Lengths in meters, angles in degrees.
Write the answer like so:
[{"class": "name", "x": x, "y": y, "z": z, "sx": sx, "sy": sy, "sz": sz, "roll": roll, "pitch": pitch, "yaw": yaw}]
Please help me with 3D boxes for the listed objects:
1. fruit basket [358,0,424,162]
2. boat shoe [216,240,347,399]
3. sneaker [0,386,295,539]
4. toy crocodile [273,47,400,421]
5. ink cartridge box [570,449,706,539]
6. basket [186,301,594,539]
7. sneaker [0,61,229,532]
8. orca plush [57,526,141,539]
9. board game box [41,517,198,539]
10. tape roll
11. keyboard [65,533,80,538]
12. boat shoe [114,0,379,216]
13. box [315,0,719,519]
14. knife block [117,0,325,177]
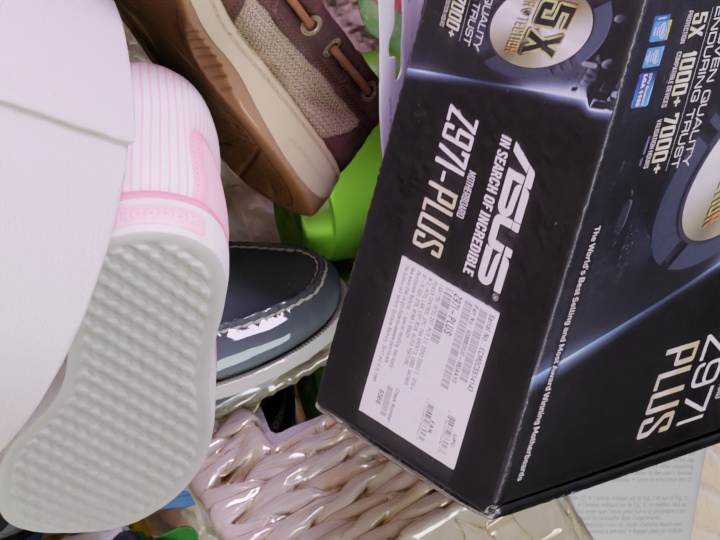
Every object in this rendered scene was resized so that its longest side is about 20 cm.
[{"class": "fruit basket", "x": 0.037, "y": -0.130, "z": 1.054, "sx": 0.200, "sy": 0.094, "sz": 0.186, "roll": -52, "pitch": 147, "yaw": -43}, {"class": "boat shoe", "x": -0.104, "y": 0.010, "z": 1.133, "sx": 0.199, "sy": 0.073, "sz": 0.062, "roll": -5, "pitch": 127, "yaw": 3}, {"class": "sneaker", "x": -0.119, "y": 0.061, "z": 1.190, "sx": 0.199, "sy": 0.071, "sz": 0.083, "roll": -13, "pitch": 122, "yaw": -23}, {"class": "toy crocodile", "x": 0.000, "y": 0.000, "z": 1.210, "sx": 0.067, "sy": 0.062, "sz": 0.200, "roll": -14, "pitch": 123, "yaw": -16}, {"class": "ink cartridge box", "x": 0.074, "y": 0.097, "z": 1.331, "sx": 0.162, "sy": 0.057, "sz": 0.201, "roll": 2, "pitch": 102, "yaw": -26}, {"class": "basket", "x": 0.027, "y": 0.118, "z": 1.184, "sx": 0.135, "sy": 0.123, "sz": 0.200, "roll": -30, "pitch": 135, "yaw": -1}, {"class": "sneaker", "x": -0.089, "y": 0.007, "z": 1.070, "sx": 0.075, "sy": 0.105, "sz": 0.200, "roll": 3, "pitch": 142, "yaw": -15}, {"class": "orca plush", "x": -0.173, "y": 0.165, "z": 1.171, "sx": 0.200, "sy": 0.071, "sz": 0.105, "roll": -16, "pitch": 167, "yaw": -14}, {"class": "board game box", "x": -0.160, "y": 0.166, "z": 1.268, "sx": 0.200, "sy": 0.030, "sz": 0.096, "roll": -15, "pitch": 129, "yaw": -11}, {"class": "tape roll", "x": -0.188, "y": -0.035, "z": 0.999, "sx": 0.139, "sy": 0.203, "sz": 0.203, "roll": 19, "pitch": 114, "yaw": -33}, {"class": "keyboard", "x": -0.141, "y": 0.192, "z": 1.273, "sx": 0.056, "sy": 0.011, "sz": 0.200, "roll": 15, "pitch": 116, "yaw": -33}, {"class": "boat shoe", "x": -0.044, "y": -0.107, "z": 1.025, "sx": 0.072, "sy": 0.072, "sz": 0.200, "roll": -45, "pitch": 131, "yaw": -15}, {"class": "box", "x": 0.088, "y": -0.034, "z": 1.023, "sx": 0.164, "sy": 0.086, "sz": 0.200, "roll": -13, "pitch": 125, "yaw": -49}, {"class": "knife block", "x": -0.092, "y": -0.139, "z": 1.060, "sx": 0.175, "sy": 0.064, "sz": 0.200, "roll": 4, "pitch": 122, "yaw": -26}]
